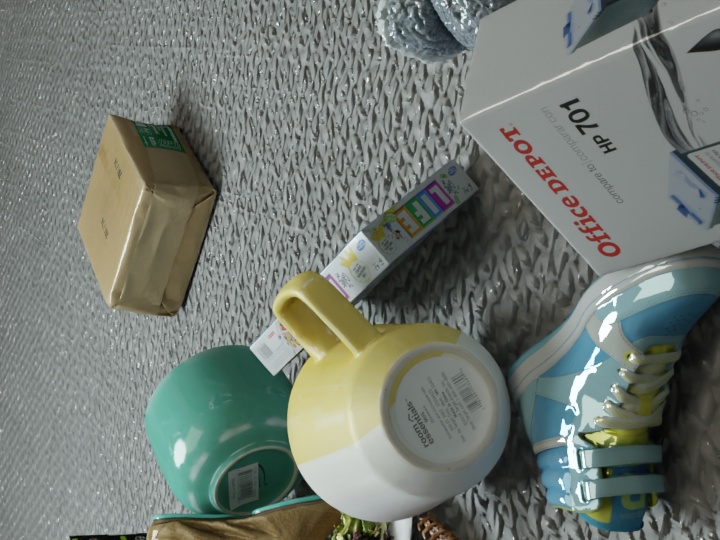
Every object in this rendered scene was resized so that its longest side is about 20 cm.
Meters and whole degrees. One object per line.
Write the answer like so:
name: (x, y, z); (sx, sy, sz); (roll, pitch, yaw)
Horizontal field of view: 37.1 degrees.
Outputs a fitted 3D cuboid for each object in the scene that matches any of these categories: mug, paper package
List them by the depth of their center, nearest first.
mug: (0.017, 0.097, 0.755); (0.153, 0.185, 0.151); (142, 144, -72)
mug: (-0.112, 0.173, 1.052); (0.152, 0.185, 0.115); (-49, 43, 9)
paper package: (-0.281, -0.076, 1.398); (0.200, 0.103, 0.192); (54, 128, 49)

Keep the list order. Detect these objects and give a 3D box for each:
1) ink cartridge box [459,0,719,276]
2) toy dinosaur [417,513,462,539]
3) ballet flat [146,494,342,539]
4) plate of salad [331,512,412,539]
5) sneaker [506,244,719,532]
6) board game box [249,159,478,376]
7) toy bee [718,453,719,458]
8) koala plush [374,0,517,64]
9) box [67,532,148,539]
ink cartridge box: (0.172, -0.092, 0.537); (0.199, 0.146, 0.087); (-21, 42, 38)
toy dinosaur: (0.089, 0.274, 0.756); (0.135, 0.102, 0.201); (-38, 38, 24)
ballet flat: (-0.099, 0.248, 0.969); (0.068, 0.198, 0.073); (61, -159, -68)
plate of salad: (-0.013, 0.266, 0.885); (0.201, 0.048, 0.200); (-59, 12, 20)
sneaker: (0.168, 0.081, 0.648); (0.200, 0.079, 0.132); (122, 143, -52)
board game box: (0.000, 0.000, 0.892); (0.034, 0.134, 0.200); (48, 138, 2)
toy bee: (0.199, 0.187, 0.548); (0.132, 0.108, 0.201); (-64, 37, 34)
koala plush: (0.123, -0.164, 0.641); (0.177, 0.198, 0.186); (-17, 71, 56)
box: (-0.186, 0.344, 1.083); (0.200, 0.191, 0.048); (46, 125, 50)
